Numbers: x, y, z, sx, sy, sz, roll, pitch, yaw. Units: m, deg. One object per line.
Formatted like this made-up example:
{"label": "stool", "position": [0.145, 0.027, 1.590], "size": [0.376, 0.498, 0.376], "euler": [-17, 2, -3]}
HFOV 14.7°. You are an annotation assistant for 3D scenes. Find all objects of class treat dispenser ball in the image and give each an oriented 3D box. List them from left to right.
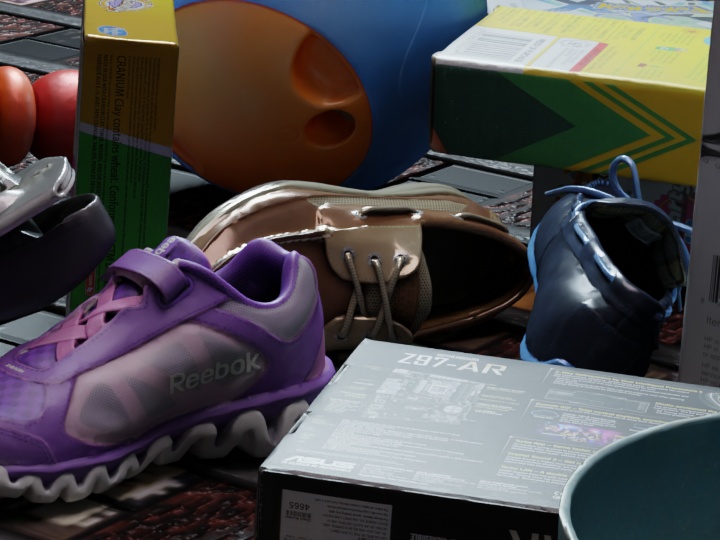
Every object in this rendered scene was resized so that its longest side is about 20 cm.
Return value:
{"label": "treat dispenser ball", "position": [-0.033, -0.135, 1.464], "size": [0.200, 0.202, 0.201], "euler": [3, 16, -1]}

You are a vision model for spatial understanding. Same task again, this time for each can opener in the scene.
{"label": "can opener", "position": [-0.188, 0.022, 1.079], "size": [0.199, 0.067, 0.053], "euler": [-33, 22, -3]}

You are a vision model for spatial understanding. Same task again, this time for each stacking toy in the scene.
{"label": "stacking toy", "position": [-0.223, -0.081, 1.480], "size": [0.199, 0.086, 0.085], "euler": [3, 15, -25]}

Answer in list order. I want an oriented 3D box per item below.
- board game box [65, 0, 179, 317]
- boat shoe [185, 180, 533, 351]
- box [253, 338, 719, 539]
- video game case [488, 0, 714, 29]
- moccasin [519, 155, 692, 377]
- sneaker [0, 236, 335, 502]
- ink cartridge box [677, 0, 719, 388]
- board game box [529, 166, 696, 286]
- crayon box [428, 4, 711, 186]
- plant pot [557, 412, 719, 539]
{"label": "board game box", "position": [-0.108, -0.050, 1.249], "size": [0.040, 0.154, 0.200], "euler": [3, 17, -6]}
{"label": "boat shoe", "position": [0.000, 0.000, 1.246], "size": [0.199, 0.076, 0.072], "euler": [-14, 26, -42]}
{"label": "box", "position": [0.076, 0.080, 1.041], "size": [0.199, 0.044, 0.160], "euler": [7, 17, 12]}
{"label": "video game case", "position": [0.187, -0.161, 1.914], "size": [0.199, 0.022, 0.182], "euler": [3, 17, -4]}
{"label": "moccasin", "position": [0.120, 0.002, 1.242], "size": [0.080, 0.068, 0.200], "euler": [34, 22, -11]}
{"label": "sneaker", "position": [-0.091, 0.033, 1.089], "size": [0.199, 0.089, 0.080], "euler": [-10, 23, -36]}
{"label": "ink cartridge box", "position": [0.220, -0.030, 1.165], "size": [0.144, 0.201, 0.084], "euler": [15, 20, 33]}
{"label": "board game box", "position": [0.207, -0.034, 1.422], "size": [0.199, 0.065, 0.147], "euler": [12, 19, 31]}
{"label": "crayon box", "position": [0.145, -0.084, 1.381], "size": [0.199, 0.051, 0.127], "euler": [8, 19, 17]}
{"label": "plant pot", "position": [0.146, 0.131, 0.723], "size": [0.199, 0.136, 0.200], "euler": [3, 17, -1]}
